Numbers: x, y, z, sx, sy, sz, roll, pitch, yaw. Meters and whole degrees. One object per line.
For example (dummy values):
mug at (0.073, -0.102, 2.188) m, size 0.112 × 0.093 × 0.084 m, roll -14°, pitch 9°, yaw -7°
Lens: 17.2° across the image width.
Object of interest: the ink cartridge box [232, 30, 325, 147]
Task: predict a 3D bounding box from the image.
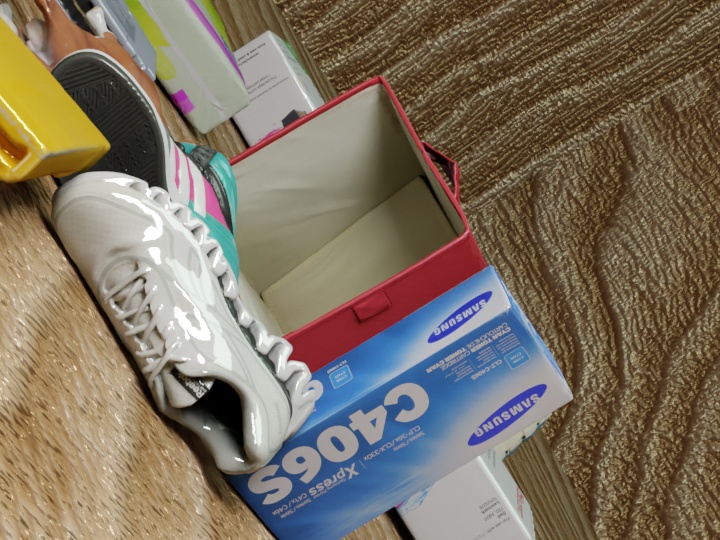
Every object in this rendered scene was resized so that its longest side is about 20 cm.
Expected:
ink cartridge box at (-0.067, -0.139, 2.487) m, size 0.201 × 0.084 × 0.145 m, roll 59°, pitch 6°, yaw 4°

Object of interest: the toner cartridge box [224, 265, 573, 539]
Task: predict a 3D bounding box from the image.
toner cartridge box at (0.020, 0.088, 1.437) m, size 0.095 × 0.199 × 0.043 m, roll 52°, pitch 9°, yaw -41°

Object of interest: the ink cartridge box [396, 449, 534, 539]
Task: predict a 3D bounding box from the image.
ink cartridge box at (0.056, 0.147, 1.952) m, size 0.201 × 0.084 × 0.145 m, roll 58°, pitch 6°, yaw -3°

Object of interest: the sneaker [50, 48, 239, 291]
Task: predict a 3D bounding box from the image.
sneaker at (-0.133, -0.065, 1.498) m, size 0.121 × 0.083 × 0.201 m, roll -97°, pitch 163°, yaw -65°

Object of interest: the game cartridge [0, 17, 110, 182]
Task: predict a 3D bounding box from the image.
game cartridge at (-0.214, -0.121, 1.269) m, size 0.177 × 0.032 × 0.200 m, roll 49°, pitch 4°, yaw 0°

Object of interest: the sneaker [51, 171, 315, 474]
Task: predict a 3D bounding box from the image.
sneaker at (-0.105, 0.030, 1.349) m, size 0.200 × 0.075 × 0.081 m, roll 50°, pitch 33°, yaw -12°

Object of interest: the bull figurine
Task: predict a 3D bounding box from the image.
bull figurine at (-0.177, -0.124, 1.560) m, size 0.122 × 0.065 × 0.200 m, roll 56°, pitch 2°, yaw 19°

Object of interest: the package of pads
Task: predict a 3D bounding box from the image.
package of pads at (-0.181, -0.240, 2.118) m, size 0.200 × 0.068 × 0.155 m, roll 55°, pitch 7°, yaw -33°

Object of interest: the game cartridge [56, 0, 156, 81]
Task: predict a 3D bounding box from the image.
game cartridge at (-0.226, -0.232, 1.857) m, size 0.201 × 0.040 × 0.133 m, roll 57°, pitch 9°, yaw -16°

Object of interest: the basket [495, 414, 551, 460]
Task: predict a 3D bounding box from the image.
basket at (0.079, 0.115, 2.237) m, size 0.177 × 0.139 × 0.199 m, roll 57°, pitch -29°, yaw -14°

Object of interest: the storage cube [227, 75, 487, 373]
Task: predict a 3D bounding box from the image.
storage cube at (0.000, 0.000, 1.789) m, size 0.172 × 0.199 × 0.180 m, roll 61°, pitch 0°, yaw 36°
